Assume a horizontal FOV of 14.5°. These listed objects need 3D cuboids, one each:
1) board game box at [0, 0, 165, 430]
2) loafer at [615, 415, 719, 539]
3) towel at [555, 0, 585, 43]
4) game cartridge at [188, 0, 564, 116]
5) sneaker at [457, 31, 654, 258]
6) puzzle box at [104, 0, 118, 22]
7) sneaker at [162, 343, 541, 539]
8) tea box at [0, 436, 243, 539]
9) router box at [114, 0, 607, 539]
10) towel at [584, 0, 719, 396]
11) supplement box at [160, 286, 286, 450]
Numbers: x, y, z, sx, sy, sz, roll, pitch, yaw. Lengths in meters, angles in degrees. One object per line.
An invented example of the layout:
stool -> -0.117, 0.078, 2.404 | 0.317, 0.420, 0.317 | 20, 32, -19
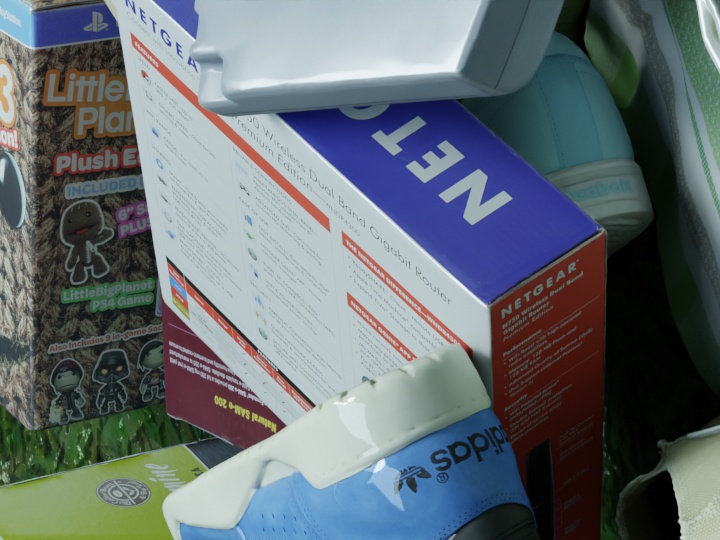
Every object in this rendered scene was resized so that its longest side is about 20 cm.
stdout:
board game box -> -0.142, -0.053, 1.301 | 0.159, 0.097, 0.200 | 32, 126, 51
loafer -> 0.114, 0.081, 0.888 | 0.200, 0.068, 0.076 | 107, 141, -78
towel -> 0.027, -0.153, 1.044 | 0.200, 0.036, 0.149 | 56, 144, 34
game cartridge -> 0.015, -0.147, 0.853 | 0.133, 0.041, 0.200 | -2, 77, 45
sneaker -> 0.049, -0.035, 0.998 | 0.200, 0.074, 0.082 | 147, 113, -68
puzzle box -> -0.054, -0.134, 1.047 | 0.133, 0.025, 0.200 | 56, 152, 35
sneaker -> 0.004, 0.100, 0.914 | 0.111, 0.077, 0.200 | 64, 152, 5
tea box -> -0.058, 0.179, 1.136 | 0.200, 0.196, 0.134 | 45, 135, 45
router box -> 0.000, 0.000, 0.957 | 0.200, 0.049, 0.180 | 44, 154, 31
towel -> 0.101, -0.052, 0.874 | 0.200, 0.031, 0.149 | 93, 164, -71
supplement box -> -0.035, -0.028, 1.165 | 0.109, 0.061, 0.200 | 21, 116, 55
